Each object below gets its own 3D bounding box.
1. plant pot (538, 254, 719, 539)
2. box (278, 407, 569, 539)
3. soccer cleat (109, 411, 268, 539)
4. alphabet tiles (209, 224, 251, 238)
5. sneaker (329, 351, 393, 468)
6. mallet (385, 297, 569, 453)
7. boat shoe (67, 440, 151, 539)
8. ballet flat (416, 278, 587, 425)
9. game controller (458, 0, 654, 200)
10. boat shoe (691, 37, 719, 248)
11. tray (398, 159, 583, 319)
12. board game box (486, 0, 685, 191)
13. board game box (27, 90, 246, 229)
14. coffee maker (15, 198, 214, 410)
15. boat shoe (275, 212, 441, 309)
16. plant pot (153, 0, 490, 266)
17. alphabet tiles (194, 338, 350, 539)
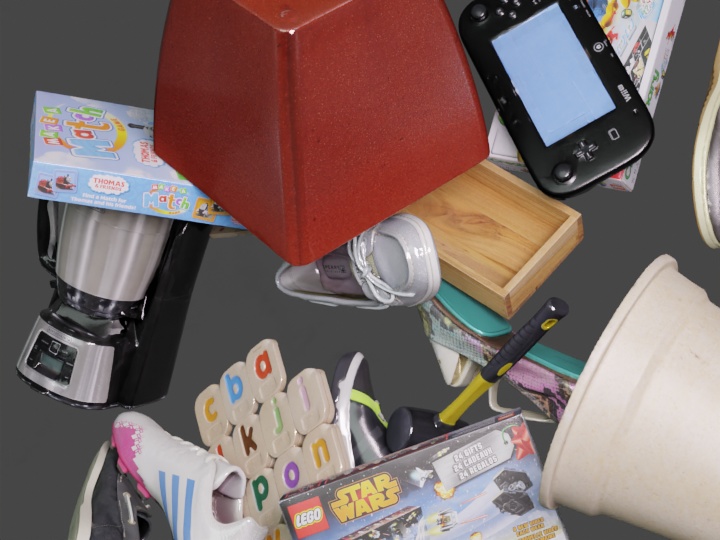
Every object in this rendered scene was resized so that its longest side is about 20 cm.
[{"bbox_3d":[0.251,0.119,1.099,0.182,0.200,0.202,27,89,20],"label":"plant pot"},{"bbox_3d":[0.053,0.203,1.196,0.198,0.040,0.138,-20,91,5],"label":"box"},{"bbox_3d":[-0.139,0.175,1.317,0.086,0.070,0.200,-47,51,10],"label":"soccer cleat"},{"bbox_3d":[-0.023,-0.097,1.327,0.199,0.008,0.168,-3,48,42],"label":"alphabet tiles"},{"bbox_3d":[0.019,0.165,1.277,0.082,0.072,0.202,-4,73,1],"label":"sneaker"},{"bbox_3d":[0.085,0.083,1.194,0.201,0.065,0.041,122,148,-42],"label":"mallet"},{"bbox_3d":[-0.211,0.211,1.331,0.067,0.200,0.072,19,108,-11],"label":"boat shoe"},{"bbox_3d":[0.109,0.073,1.251,0.199,0.069,0.072,31,111,30],"label":"ballet flat"},{"bbox_3d":[0.155,-0.154,1.258,0.104,0.042,0.201,-33,63,17],"label":"game controller"},{"bbox_3d":[0.298,-0.114,1.195,0.064,0.073,0.202,4,77,33],"label":"boat shoe"},{"bbox_3d":[0.075,-0.049,1.295,0.199,0.037,0.099,33,67,30],"label":"tray"},{"bbox_3d":[0.188,-0.173,1.292,0.125,0.035,0.202,12,82,30],"label":"board game box"},{"bbox_3d":[-0.171,-0.090,1.293,0.152,0.198,0.037,-110,31,-61],"label":"board game box"},{"bbox_3d":[-0.195,0.011,1.377,0.134,0.191,0.202,35,113,45],"label":"coffee maker"},{"bbox_3d":[-0.001,-0.002,1.268,0.201,0.064,0.075,0,107,62],"label":"boat shoe"},{"bbox_3d":[-0.037,-0.159,1.188,0.199,0.177,0.200,-31,49,-26],"label":"plant pot"},{"bbox_3d":[-0.081,0.168,1.302,0.200,0.015,0.197,-40,56,38],"label":"alphabet tiles"}]
